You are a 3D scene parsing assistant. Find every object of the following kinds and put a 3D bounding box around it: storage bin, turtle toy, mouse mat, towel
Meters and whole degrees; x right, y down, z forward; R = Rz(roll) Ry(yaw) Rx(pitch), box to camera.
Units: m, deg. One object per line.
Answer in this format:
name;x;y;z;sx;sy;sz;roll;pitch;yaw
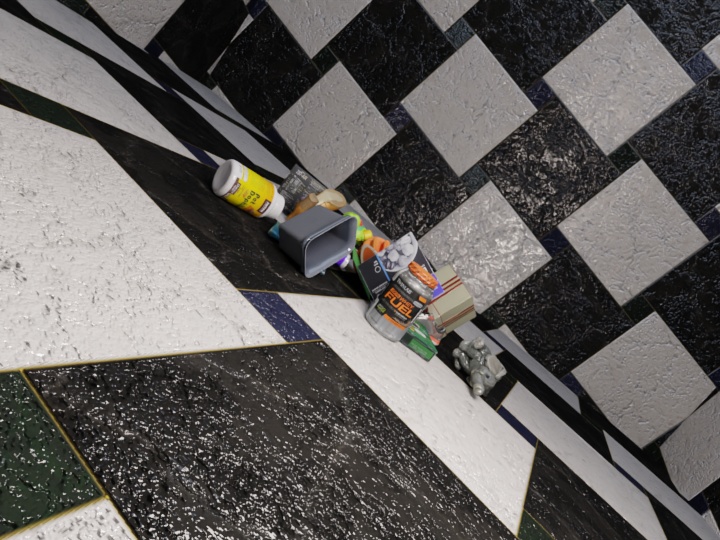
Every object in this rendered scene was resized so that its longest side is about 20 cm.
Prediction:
storage bin;-0.123;-0.087;1.448;0.134;0.147;0.199;33;46;29
turtle toy;-0.037;-0.135;1.842;0.200;0.143;0.103;122;-48;-76
mouse mat;0.000;0.000;1.679;0.200;0.007;0.163;-98;168;-70
towel;-0.181;-0.065;1.557;0.199;0.022;0.147;40;11;-8

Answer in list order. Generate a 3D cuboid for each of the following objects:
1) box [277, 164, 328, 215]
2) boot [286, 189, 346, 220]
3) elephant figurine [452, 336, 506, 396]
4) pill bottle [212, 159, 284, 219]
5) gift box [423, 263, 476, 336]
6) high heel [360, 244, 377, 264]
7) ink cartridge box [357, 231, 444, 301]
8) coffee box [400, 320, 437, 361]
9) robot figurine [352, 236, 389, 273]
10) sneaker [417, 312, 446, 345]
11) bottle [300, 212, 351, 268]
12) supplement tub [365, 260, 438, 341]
box;-0.201;-0.256;1.909;0.199;0.161;0.044;37;2;-5
boot;-0.156;-0.215;1.845;0.200;0.143;0.072;-9;69;-49
elephant figurine;0.370;0.317;1.620;0.201;0.153;0.143;-115;-163;-46
pill bottle;-0.315;-0.224;1.515;0.199;0.110;0.109;29;14;-43
gift box;0.277;0.104;1.865;0.186;0.185;0.201;60;0;40
high heel;0.047;0.016;1.734;0.096;0.066;0.203;59;15;-76
ink cartridge box;0.115;0.024;1.556;0.202;0.197;0.043;62;13;17
coffee box;0.156;0.186;1.585;0.122;0.044;0.200;37;11;-14
robot figurine;0.038;-0.042;1.835;0.118;0.142;0.200;59;-27;11
sneaker;0.197;0.160;1.738;0.199;0.082;0.077;36;10;-16
bottle;-0.117;-0.084;1.579;0.199;0.084;0.065;39;2;-14
supplement tub;0.115;0.082;1.447;0.122;0.201;0.123;36;10;-7
